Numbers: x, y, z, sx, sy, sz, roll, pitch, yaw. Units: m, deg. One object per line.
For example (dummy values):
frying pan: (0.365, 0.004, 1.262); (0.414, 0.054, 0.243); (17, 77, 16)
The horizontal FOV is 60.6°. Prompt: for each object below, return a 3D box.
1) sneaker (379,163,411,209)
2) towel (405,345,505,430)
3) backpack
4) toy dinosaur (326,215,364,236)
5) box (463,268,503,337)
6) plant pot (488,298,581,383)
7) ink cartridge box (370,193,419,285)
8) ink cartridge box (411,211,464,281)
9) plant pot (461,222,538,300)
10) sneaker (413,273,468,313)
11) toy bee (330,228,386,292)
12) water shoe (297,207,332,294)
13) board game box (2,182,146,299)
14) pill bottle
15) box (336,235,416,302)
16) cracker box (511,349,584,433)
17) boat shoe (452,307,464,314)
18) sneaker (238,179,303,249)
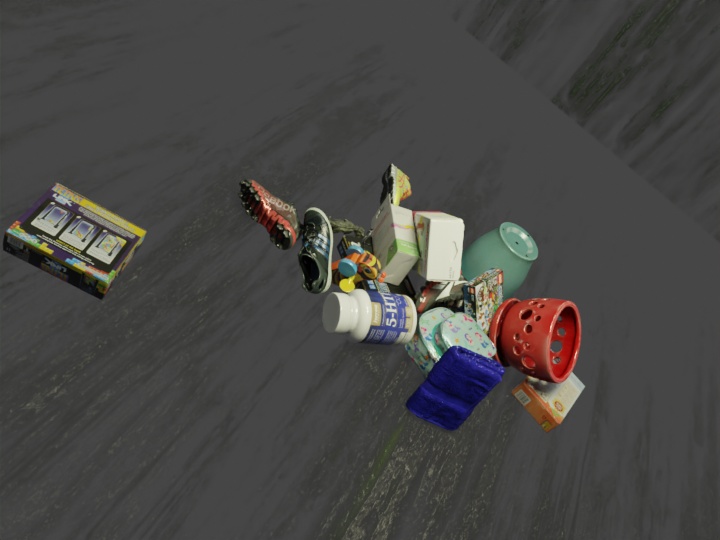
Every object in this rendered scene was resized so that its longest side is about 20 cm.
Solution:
sneaker: (0.113, -0.237, 1.820); (0.089, 0.078, 0.202); (26, 41, -17)
towel: (0.205, 0.261, 1.335); (0.146, 0.202, 0.050); (22, 30, -17)
backpack: (0.207, 0.185, 1.455); (0.176, 0.151, 0.201); (-18, 60, -44)
toy dinosaur: (-0.069, -0.114, 1.568); (0.087, 0.048, 0.198); (13, 6, 37)
box: (0.319, 0.111, 1.575); (0.037, 0.204, 0.136); (11, 25, 41)
plant pot: (0.434, 0.164, 1.549); (0.180, 0.205, 0.199); (10, 21, 41)
ink cartridge box: (0.083, -0.080, 1.547); (0.066, 0.118, 0.203); (14, 46, -22)
ink cartridge box: (0.178, -0.063, 1.497); (0.082, 0.148, 0.200); (1, 10, -9)
plant pot: (0.396, -0.028, 1.753); (0.197, 0.189, 0.202); (20, 42, -20)
sneaker: (0.209, 0.064, 1.537); (0.199, 0.071, 0.098); (-29, 65, -38)
toy bee: (0.000, 0.000, 1.431); (0.108, 0.200, 0.132); (42, 70, -10)
water shoe: (-0.106, -0.049, 1.421); (0.079, 0.070, 0.204); (6, 76, -65)
board game box: (-0.541, -0.058, 1.180); (0.198, 0.057, 0.167); (30, 39, -10)
pill bottle: (0.018, 0.106, 1.399); (0.197, 0.120, 0.121); (8, 48, -31)
box: (0.042, 0.004, 1.567); (0.157, 0.050, 0.202); (1, 53, -34)
cracker box: (0.494, 0.312, 1.614); (0.134, 0.058, 0.199); (49, 42, 12)
boat shoe: (0.277, 0.098, 1.644); (0.197, 0.069, 0.085); (19, 52, -21)
sneaker: (-0.210, -0.143, 1.484); (0.201, 0.071, 0.098); (48, 41, 8)
